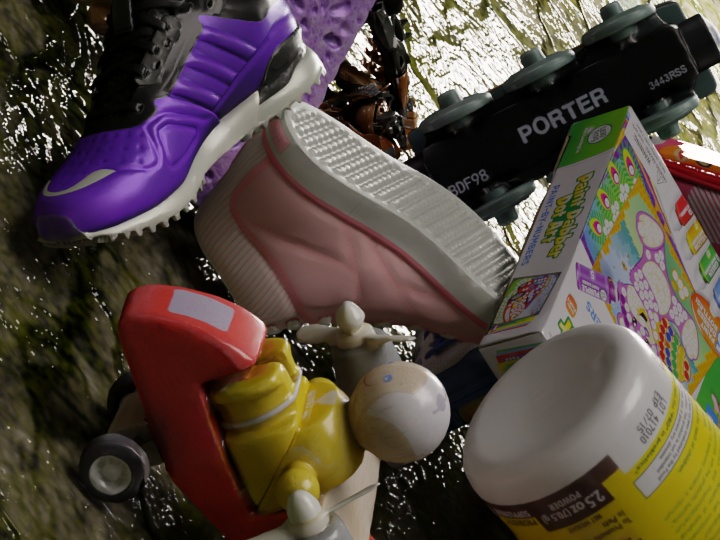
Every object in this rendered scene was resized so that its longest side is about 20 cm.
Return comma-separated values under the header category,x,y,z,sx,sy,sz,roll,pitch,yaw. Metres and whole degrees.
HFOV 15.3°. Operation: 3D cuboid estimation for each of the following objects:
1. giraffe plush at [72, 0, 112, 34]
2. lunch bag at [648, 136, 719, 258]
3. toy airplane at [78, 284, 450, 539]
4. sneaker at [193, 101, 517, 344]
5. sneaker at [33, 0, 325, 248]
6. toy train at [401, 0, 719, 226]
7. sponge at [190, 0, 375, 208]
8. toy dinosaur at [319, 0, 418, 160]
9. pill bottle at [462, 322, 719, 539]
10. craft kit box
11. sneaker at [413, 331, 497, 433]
category,x,y,z,sx,sy,sz,roll,pitch,yaw
giraffe plush,-0.104,-0.196,1.456,0.162,0.172,0.201,-69,149,-53
lunch bag,0.182,0.024,1.602,0.175,0.201,0.082,20,20,11
toy airplane,-0.011,0.099,1.187,0.199,0.141,0.201,22,38,-54
sneaker,0.000,0.000,1.395,0.200,0.105,0.076,34,26,-29
sneaker,-0.102,-0.091,1.284,0.200,0.069,0.100,-46,123,-43
toy train,0.116,-0.091,1.547,0.086,0.199,0.114,62,8,-3
sponge,-0.052,-0.129,1.391,0.030,0.201,0.111,25,-5,45
toy dinosaur,-0.008,-0.099,1.589,0.200,0.102,0.136,-114,-177,-63
pill bottle,0.147,0.128,1.307,0.200,0.109,0.109,48,22,-24
craft kit box,0.151,0.048,1.437,0.200,0.048,0.198,56,39,-26
sneaker,0.049,0.031,1.490,0.200,0.075,0.089,-70,135,-76
